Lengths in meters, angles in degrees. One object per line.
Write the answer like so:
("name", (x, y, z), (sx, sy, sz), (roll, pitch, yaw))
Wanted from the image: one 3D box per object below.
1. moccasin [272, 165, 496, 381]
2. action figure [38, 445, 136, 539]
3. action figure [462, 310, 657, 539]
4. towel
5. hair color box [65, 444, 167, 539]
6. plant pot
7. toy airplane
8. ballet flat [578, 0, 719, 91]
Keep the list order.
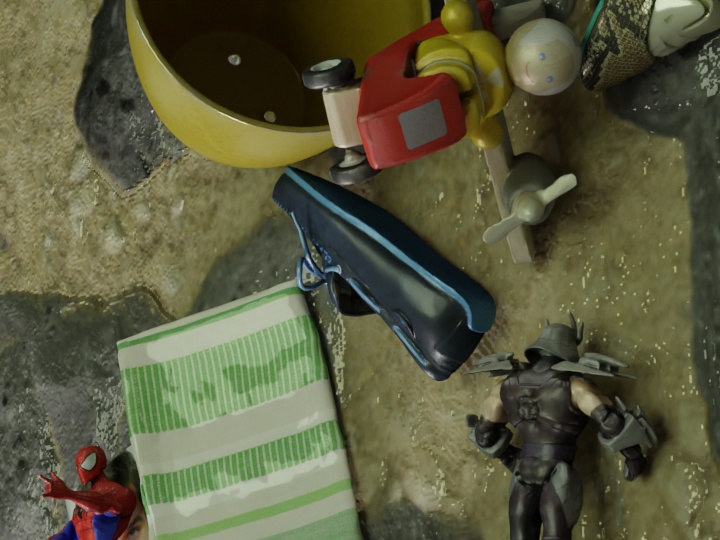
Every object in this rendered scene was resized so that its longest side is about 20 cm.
("moccasin", (0.000, 0.000, 1.511), (0.200, 0.080, 0.068), (41, 110, 44))
("action figure", (-0.192, 0.211, 1.577), (0.065, 0.099, 0.201), (-24, 63, 41))
("action figure", (0.109, 0.122, 1.383), (0.130, 0.069, 0.201), (-6, 74, 53))
("towel", (-0.085, 0.117, 1.579), (0.152, 0.023, 0.201), (-19, 63, 15))
("hair color box", (-0.136, 0.226, 1.625), (0.099, 0.061, 0.201), (-38, 56, 36))
("plant pot", (-0.069, -0.146, 1.557), (0.142, 0.199, 0.201), (124, 139, -59))
("toy airplane", (0.071, -0.123, 1.402), (0.141, 0.200, 0.200), (-4, 67, 31))
("ballet flat", (0.192, -0.186, 1.361), (0.075, 0.068, 0.201), (29, 102, 30))
